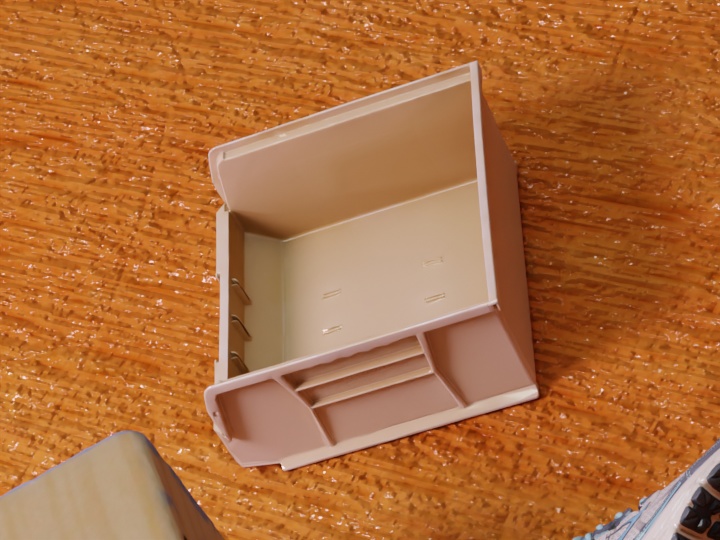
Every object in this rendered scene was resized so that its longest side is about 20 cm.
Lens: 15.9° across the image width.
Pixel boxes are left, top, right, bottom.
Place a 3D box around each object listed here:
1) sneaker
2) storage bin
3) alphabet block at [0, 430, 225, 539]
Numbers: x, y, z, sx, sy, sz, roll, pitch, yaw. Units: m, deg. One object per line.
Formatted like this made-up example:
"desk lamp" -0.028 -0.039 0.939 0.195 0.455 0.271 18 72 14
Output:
"sneaker" 0.143 0.154 1.368 0.086 0.078 0.200 22 64 44
"storage bin" 0.000 0.000 1.572 0.198 0.094 0.201 -17 46 15
"alphabet block" -0.137 0.243 1.360 0.196 0.196 0.200 -30 44 4
